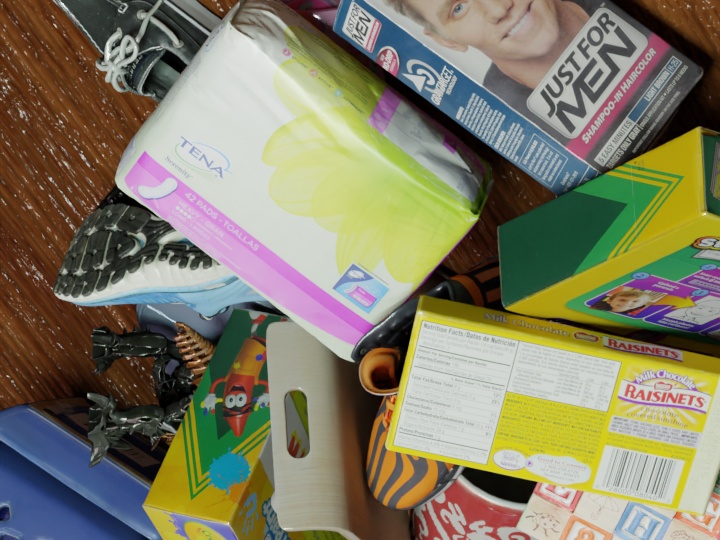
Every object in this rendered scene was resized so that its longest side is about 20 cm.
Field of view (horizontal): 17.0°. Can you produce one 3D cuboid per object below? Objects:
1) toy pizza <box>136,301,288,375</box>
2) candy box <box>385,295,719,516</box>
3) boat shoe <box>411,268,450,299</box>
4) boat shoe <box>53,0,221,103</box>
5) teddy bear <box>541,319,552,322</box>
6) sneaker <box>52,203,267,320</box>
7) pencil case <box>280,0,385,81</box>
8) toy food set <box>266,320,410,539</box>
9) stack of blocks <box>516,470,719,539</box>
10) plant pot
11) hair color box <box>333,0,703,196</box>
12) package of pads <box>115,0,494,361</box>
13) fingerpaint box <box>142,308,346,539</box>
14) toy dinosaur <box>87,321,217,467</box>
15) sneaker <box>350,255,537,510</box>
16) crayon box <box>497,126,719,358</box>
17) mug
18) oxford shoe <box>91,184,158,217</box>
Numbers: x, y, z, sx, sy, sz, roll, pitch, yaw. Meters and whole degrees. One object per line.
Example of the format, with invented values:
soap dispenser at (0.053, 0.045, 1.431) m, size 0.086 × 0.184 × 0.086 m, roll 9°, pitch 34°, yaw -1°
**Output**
toy pizza at (-0.073, 0.061, 1.786) m, size 0.199 × 0.032 × 0.201 m, roll 21°, pitch 149°, yaw 13°
candy box at (0.121, 0.081, 1.436) m, size 0.199 × 0.026 × 0.103 m, roll 12°, pitch 119°, yaw -1°
boat shoe at (0.000, 0.000, 1.661) m, size 0.199 × 0.076 × 0.072 m, roll 22°, pitch 135°, yaw 20°
boat shoe at (-0.144, -0.149, 1.641) m, size 0.199 × 0.068 × 0.074 m, roll 36°, pitch 140°, yaw 6°
teddy bear at (0.155, 0.046, 1.561) m, size 0.144 × 0.067 × 0.201 m, roll -22°, pitch 100°, yaw 25°
sneaker at (-0.129, 0.007, 1.672) m, size 0.199 × 0.079 × 0.090 m, roll -3°, pitch 145°, yaw 38°
pencil case at (-0.019, -0.098, 1.562) m, size 0.087 × 0.087 × 0.201 m, roll 13°, pitch 124°, yaw 29°
toy food set at (-0.017, 0.135, 1.643) m, size 0.060 × 0.144 × 0.200 m, roll -11°, pitch 155°, yaw 14°
stack of blocks at (0.213, 0.149, 1.509) m, size 0.199 × 0.059 × 0.116 m, roll 27°, pitch 116°, yaw 6°
plant pot at (-0.232, 0.212, 1.923) m, size 0.199 × 0.200 × 0.180 m, roll 32°, pitch 97°, yaw 12°
hair color box at (0.093, -0.132, 1.437) m, size 0.200 × 0.100 × 0.061 m, roll 36°, pitch 158°, yaw 6°
package of pads at (-0.033, -0.060, 1.496) m, size 0.200 × 0.068 × 0.155 m, roll 36°, pitch 123°, yaw -7°
fingerpaint box at (-0.065, 0.154, 1.715) m, size 0.073 × 0.167 × 0.200 m, roll 10°, pitch 149°, yaw 24°
toy dinosaur at (-0.130, 0.081, 1.765) m, size 0.135 × 0.102 × 0.201 m, roll 2°, pitch 133°, yaw -2°
sneaker at (0.029, 0.077, 1.529) m, size 0.078 × 0.112 × 0.201 m, roll 40°, pitch 123°, yaw 28°
crayon box at (0.211, -0.009, 1.412) m, size 0.199 × 0.059 × 0.172 m, roll 14°, pitch 153°, yaw -35°
mug at (0.095, 0.146, 1.707) m, size 0.133 × 0.178 × 0.200 m, roll 1°, pitch 142°, yaw -9°
oxford shoe at (-0.118, -0.048, 1.721) m, size 0.084 × 0.073 × 0.200 m, roll 41°, pitch 149°, yaw -14°
